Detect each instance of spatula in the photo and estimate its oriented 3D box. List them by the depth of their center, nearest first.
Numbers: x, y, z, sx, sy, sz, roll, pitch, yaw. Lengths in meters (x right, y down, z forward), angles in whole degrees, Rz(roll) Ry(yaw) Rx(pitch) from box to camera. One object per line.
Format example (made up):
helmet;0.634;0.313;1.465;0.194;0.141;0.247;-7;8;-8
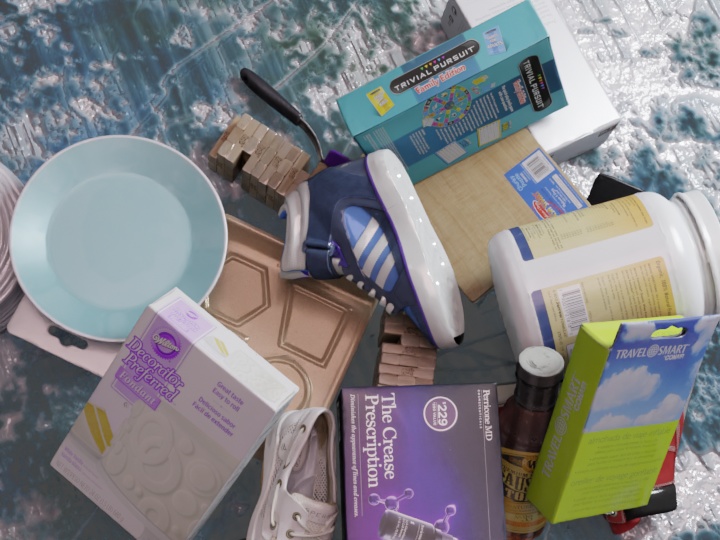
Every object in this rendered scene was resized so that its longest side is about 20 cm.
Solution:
spatula;-0.056;-0.139;1.324;0.021;0.057;0.200;-33;71;-30

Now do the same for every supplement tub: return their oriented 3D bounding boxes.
supplement tub;0.228;0.011;1.192;0.199;0.144;0.145;-15;74;1

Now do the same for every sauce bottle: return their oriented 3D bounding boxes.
sauce bottle;0.149;0.157;1.168;0.065;0.201;0.066;0;37;0

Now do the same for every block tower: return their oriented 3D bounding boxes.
block tower;0.036;0.136;1.228;0.057;0.054;0.201;7;70;-3
block tower;-0.056;-0.079;1.296;0.199;0.054;0.058;32;71;4

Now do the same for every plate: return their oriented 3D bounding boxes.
plate;-0.222;-0.029;1.201;0.199;0.026;0.202;2;73;-6

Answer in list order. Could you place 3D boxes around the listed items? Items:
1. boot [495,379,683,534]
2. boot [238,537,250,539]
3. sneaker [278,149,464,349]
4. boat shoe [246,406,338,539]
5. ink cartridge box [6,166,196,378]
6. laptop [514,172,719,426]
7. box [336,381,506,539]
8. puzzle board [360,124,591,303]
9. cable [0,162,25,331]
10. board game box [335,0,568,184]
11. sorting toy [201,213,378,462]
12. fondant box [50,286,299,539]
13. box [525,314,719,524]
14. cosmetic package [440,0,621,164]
boot;0.206;0.176;1.231;0.198;0.072;0.145;4;90;-2
boot;-0.135;0.325;1.124;0.199;0.073;0.151;-12;75;-37
sneaker;0.000;0.000;1.216;0.146;0.081;0.201;-24;85;20
boat shoe;-0.053;0.216;1.146;0.070;0.069;0.201;17;63;-34
ink cartridge box;-0.238;0.002;1.238;0.115;0.068;0.201;25;70;2
laptop;0.271;0.039;1.268;0.176;0.201;0.103;23;26;0
box;0.053;0.203;1.131;0.140;0.079;0.202;-1;76;-5
puzzle board;0.113;-0.087;1.302;0.150;0.017;0.200;-38;68;2
cable;-0.400;-0.027;1.226;0.199;0.069;0.201;14;70;-3
board game box;0.092;-0.161;1.240;0.199;0.151;0.047;-27;67;6
sorting toy;-0.102;0.069;1.254;0.184;0.036;0.201;25;75;2
fondant box;-0.167;0.138;1.145;0.144;0.058;0.200;38;114;7
box;0.224;0.118;1.116;0.121;0.201;0.048;-3;30;-33
cosmetic package;0.176;-0.210;1.360;0.101;0.074;0.201;-23;78;-14
